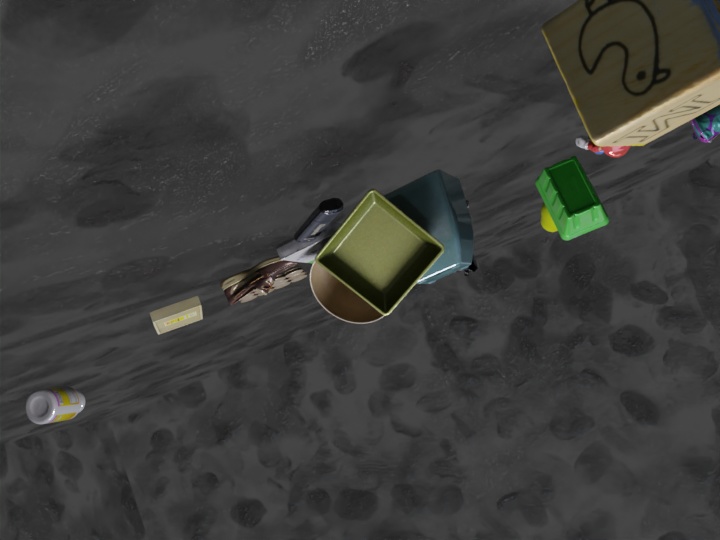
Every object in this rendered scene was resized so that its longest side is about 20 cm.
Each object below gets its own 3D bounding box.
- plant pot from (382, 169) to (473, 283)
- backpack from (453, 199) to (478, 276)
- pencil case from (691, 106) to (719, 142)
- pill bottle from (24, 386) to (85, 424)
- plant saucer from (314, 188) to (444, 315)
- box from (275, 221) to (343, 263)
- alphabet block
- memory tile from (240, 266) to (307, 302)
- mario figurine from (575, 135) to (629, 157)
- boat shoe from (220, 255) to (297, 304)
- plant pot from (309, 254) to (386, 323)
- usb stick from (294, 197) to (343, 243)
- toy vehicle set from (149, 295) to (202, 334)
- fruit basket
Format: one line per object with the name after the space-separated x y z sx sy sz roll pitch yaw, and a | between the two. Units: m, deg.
0.148 -0.081 1.803 0.195 0.201 0.196 -25 170 18 | plant pot
0.196 -0.087 1.986 0.153 0.202 0.190 -8 173 10 | backpack
0.982 -0.413 2.171 0.199 0.093 0.085 -24 171 10 | pencil case
-0.923 0.408 2.492 0.104 0.105 0.200 -23 171 8 | pill bottle
0.041 -0.041 1.707 0.200 0.199 0.048 -49 -172 17 | plant saucer
-0.091 -0.062 1.885 0.144 0.037 0.200 -24 170 15 | box
0.404 -0.300 1.122 0.199 0.197 0.196 -30 166 38 | alphabet block
-0.241 0.037 2.187 0.199 0.017 0.153 -23 171 1 | memory tile
0.569 -0.320 1.869 0.124 0.106 0.200 -59 176 8 | mario figurine
-0.233 0.024 1.935 0.199 0.072 0.072 -23 171 7 | boat shoe
0.000 0.000 1.849 0.200 0.201 0.135 -27 -161 30 | plant pot
-0.087 -0.099 1.670 0.055 0.033 0.200 -18 171 -25 | usb stick
-0.465 0.115 2.078 0.123 0.027 0.200 -19 171 -14 | toy vehicle set
0.555 -0.178 2.189 0.155 0.217 0.216 -22 171 5 | fruit basket
